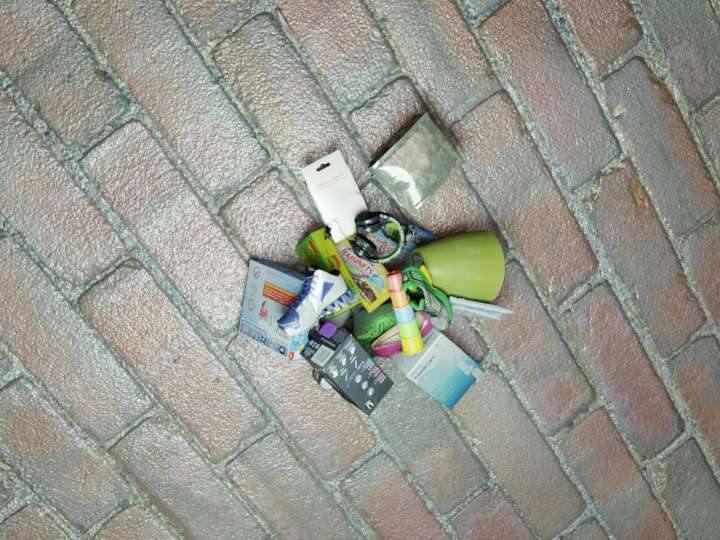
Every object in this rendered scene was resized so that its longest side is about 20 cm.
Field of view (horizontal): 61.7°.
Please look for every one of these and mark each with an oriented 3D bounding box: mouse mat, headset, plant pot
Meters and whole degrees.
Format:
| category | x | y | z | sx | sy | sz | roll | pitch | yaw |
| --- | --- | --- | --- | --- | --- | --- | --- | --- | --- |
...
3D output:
| category | x | y | z | sx | sy | sz | roll | pitch | yaw |
| --- | --- | --- | --- | --- | --- | --- | --- | --- | --- |
| mouse mat | 0.065 | 0.150 | 1.543 | 0.197 | 0.008 | 0.163 | -14 | 124 | -26 |
| headset | 0.011 | -0.082 | 1.458 | 0.197 | 0.094 | 0.125 | 10 | 108 | -5 |
| plant pot | 0.226 | -0.009 | 1.516 | 0.197 | 0.187 | 0.190 | 0 | 102 | -21 |

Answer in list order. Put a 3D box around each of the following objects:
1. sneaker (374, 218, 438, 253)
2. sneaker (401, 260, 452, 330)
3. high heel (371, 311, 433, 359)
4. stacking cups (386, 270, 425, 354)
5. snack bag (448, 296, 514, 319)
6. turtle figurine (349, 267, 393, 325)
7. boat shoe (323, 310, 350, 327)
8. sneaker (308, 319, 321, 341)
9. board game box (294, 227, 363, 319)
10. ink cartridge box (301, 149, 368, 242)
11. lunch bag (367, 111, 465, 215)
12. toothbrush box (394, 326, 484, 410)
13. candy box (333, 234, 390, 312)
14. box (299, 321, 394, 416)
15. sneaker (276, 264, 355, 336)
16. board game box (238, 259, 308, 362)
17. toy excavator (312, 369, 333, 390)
| category | x | y | z | sx | sy | sz | roll | pitch | yaw |
| --- | --- | --- | --- | --- | --- | --- | --- | --- | --- |
| sneaker | 0.121 | -0.083 | 1.547 | 0.197 | 0.089 | 0.080 | 17 | 99 | -20 |
| sneaker | 0.151 | 0.076 | 1.434 | 0.077 | 0.086 | 0.201 | -15 | 127 | 38 |
| high heel | 0.113 | 0.144 | 1.522 | 0.200 | 0.068 | 0.096 | -43 | 142 | 13 |
| stacking cups | 0.108 | 0.099 | 1.464 | 0.060 | 0.061 | 0.203 | -15 | 102 | -7 |
| snack bag | 0.281 | 0.100 | 1.566 | 0.186 | 0.200 | 0.022 | 12 | 80 | -13 |
| turtle figurine | 0.063 | 0.081 | 1.569 | 0.198 | 0.101 | 0.151 | -30 | 137 | -17 |
| boat shoe | -0.037 | 0.069 | 1.562 | 0.073 | 0.065 | 0.202 | 22 | 97 | -15 |
| sneaker | -0.161 | 0.124 | 1.553 | 0.114 | 0.076 | 0.203 | -11 | 93 | -3 |
| board game box | -0.079 | 0.009 | 1.488 | 0.047 | 0.101 | 0.202 | -25 | 85 | -36 |
| ink cartridge box | -0.062 | -0.186 | 1.502 | 0.116 | 0.067 | 0.202 | -27 | 106 | -5 |
| lunch bag | 0.130 | -0.261 | 1.499 | 0.200 | 0.118 | 0.164 | -45 | 107 | -4 |
| toothbrush box | 0.212 | 0.256 | 1.617 | 0.199 | 0.085 | 0.147 | 38 | 93 | -31 |
| candy box | 0.000 | 0.000 | 1.508 | 0.102 | 0.027 | 0.200 | -35 | 68 | -16 |
| box | -0.032 | 0.236 | 1.446 | 0.106 | 0.122 | 0.200 | -49 | 123 | -15 |
| sneaker | -0.113 | 0.053 | 1.357 | 0.198 | 0.080 | 0.117 | -30 | 110 | -25 |
| board game box | -0.205 | 0.093 | 1.472 | 0.055 | 0.198 | 0.199 | 0 | 105 | -49 |
| toy excavator | -0.011 | 0.227 | 1.593 | 0.192 | 0.100 | 0.203 | 19 | 89 | -15 |
